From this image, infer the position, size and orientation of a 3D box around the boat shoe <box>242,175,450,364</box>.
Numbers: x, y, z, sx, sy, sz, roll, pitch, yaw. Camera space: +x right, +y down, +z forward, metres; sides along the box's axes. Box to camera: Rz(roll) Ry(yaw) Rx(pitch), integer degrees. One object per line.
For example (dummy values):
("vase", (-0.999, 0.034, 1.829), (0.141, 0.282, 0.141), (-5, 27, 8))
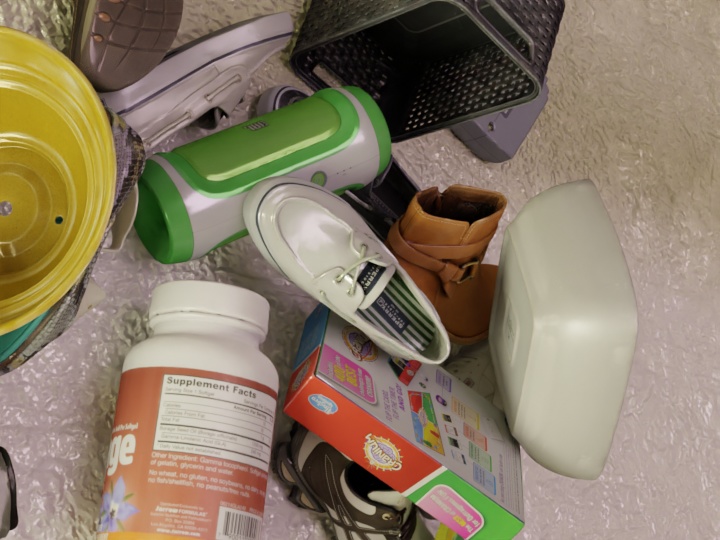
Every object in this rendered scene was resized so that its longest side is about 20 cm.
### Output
("boat shoe", (0.000, 0.000, 1.003), (0.200, 0.067, 0.074), (38, 82, -32))

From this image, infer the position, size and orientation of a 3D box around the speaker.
("speaker", (-0.076, -0.075, 1.028), (0.199, 0.088, 0.089), (-25, 99, -28))

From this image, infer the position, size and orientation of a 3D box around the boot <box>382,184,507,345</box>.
("boot", (0.085, -0.013, 1.149), (0.199, 0.156, 0.077), (-5, 47, -35))

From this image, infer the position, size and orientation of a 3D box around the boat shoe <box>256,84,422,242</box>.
("boat shoe", (-0.003, -0.087, 1.142), (0.200, 0.067, 0.072), (46, 53, -28))

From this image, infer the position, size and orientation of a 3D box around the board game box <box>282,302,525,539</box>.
("board game box", (0.038, 0.115, 1.055), (0.199, 0.040, 0.153), (36, 22, -10))

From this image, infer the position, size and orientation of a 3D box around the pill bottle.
("pill bottle", (-0.118, 0.115, 0.947), (0.112, 0.112, 0.202), (21, 66, -40))

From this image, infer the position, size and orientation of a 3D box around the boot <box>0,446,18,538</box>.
("boot", (-0.269, 0.113, 0.809), (0.130, 0.067, 0.202), (5, 86, -47))

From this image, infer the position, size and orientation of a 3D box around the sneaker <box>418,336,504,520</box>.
("sneaker", (0.084, 0.113, 1.182), (0.100, 0.075, 0.201), (45, 54, -29))

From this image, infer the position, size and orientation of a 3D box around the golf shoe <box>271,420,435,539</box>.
("golf shoe", (0.018, 0.196, 1.088), (0.200, 0.094, 0.078), (46, 52, -30))

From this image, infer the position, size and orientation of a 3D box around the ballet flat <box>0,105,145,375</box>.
("ballet flat", (-0.196, -0.013, 0.928), (0.072, 0.072, 0.202), (31, 72, -36))

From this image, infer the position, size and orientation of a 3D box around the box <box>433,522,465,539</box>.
("box", (0.095, 0.287, 1.135), (0.118, 0.048, 0.201), (-64, 146, -32))

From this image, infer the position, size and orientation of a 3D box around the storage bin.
("storage bin", (0.054, -0.198, 1.128), (0.135, 0.199, 0.094), (38, 57, -33))

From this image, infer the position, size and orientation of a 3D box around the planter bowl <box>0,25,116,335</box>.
("planter bowl", (-0.240, -0.048, 0.859), (0.083, 0.198, 0.202), (54, 34, -77))

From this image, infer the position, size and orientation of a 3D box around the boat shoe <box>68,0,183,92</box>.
("boat shoe", (-0.175, -0.209, 0.997), (0.074, 0.073, 0.201), (39, 50, -36))

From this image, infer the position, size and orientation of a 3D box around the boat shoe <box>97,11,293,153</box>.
("boat shoe", (-0.121, -0.141, 1.038), (0.200, 0.072, 0.066), (-37, 112, -42))

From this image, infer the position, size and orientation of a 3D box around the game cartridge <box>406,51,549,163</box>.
("game cartridge", (0.102, -0.208, 1.296), (0.200, 0.041, 0.133), (52, 47, -23))

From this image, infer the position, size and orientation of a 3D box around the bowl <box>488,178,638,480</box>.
("bowl", (0.156, 0.049, 1.095), (0.074, 0.201, 0.201), (-1, 40, -7))
